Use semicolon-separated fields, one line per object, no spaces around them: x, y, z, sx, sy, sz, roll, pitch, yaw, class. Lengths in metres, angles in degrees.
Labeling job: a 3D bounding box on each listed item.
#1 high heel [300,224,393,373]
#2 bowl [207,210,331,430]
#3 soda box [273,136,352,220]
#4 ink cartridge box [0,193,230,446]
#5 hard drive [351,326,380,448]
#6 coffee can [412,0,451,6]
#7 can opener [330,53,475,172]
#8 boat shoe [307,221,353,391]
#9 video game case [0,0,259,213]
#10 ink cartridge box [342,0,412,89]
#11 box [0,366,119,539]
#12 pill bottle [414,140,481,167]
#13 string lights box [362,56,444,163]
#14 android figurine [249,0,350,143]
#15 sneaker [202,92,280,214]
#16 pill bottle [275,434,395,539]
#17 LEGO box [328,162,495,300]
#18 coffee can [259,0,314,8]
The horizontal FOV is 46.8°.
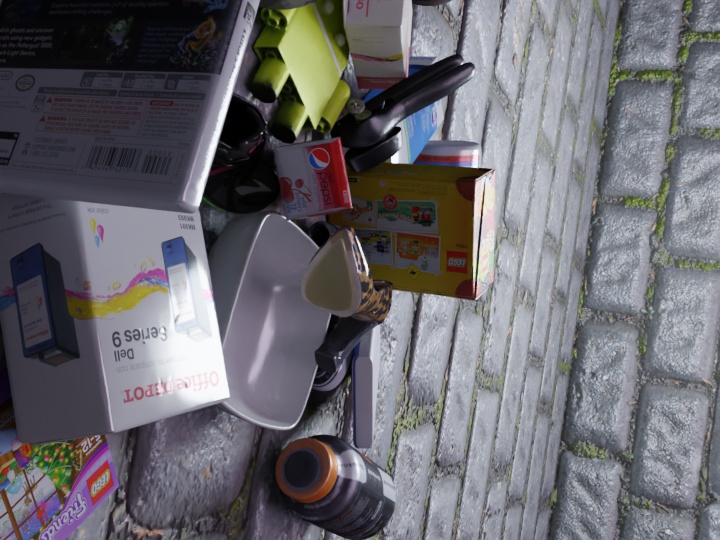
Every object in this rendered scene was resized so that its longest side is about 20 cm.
0.000;0.000;0.890;0.143;0.071;0.200;-50;156;-41;high heel
-0.108;0.054;0.851;0.200;0.074;0.200;45;55;-60;bowl
-0.050;-0.093;0.836;0.200;0.063;0.070;-120;-160;-82;soda box
-0.181;0.014;0.608;0.145;0.087;0.201;0;81;-66;ink cartridge box
0.009;0.118;1.089;0.200;0.025;0.132;-81;172;-64;hard drive
0.064;-0.437;1.014;0.200;0.146;0.147;24;75;-64;coffee can
0.051;-0.204;1.013;0.200;0.063;0.079;-39;144;-10;can opener
-0.047;0.041;0.985;0.068;0.072;0.201;24;72;-66;boat shoe
-0.165;-0.131;0.527;0.023;0.200;0.182;42;58;-63;video game case
0.023;-0.308;0.975;0.200;0.067;0.117;65;29;-76;ink cartridge box
-0.261;0.158;0.585;0.200;0.039;0.137;-47;138;-53;box
0.129;-0.097;1.285;0.112;0.112;0.201;-27;120;-61;pill bottle
0.054;-0.211;1.155;0.200;0.059;0.103;-56;144;-45;string lights box
-0.058;-0.244;0.927;0.200;0.041;0.182;-66;150;-30;android figurine
-0.122;-0.111;0.767;0.200;0.084;0.077;50;52;-58;sneaker
-0.033;0.267;1.030;0.200;0.106;0.106;52;50;-58;pill bottle
0.063;-0.054;1.045;0.077;0.200;0.149;-34;127;-58;LEGO box
-0.046;-0.323;0.650;0.147;0.146;0.200;71;31;-44;coffee can
